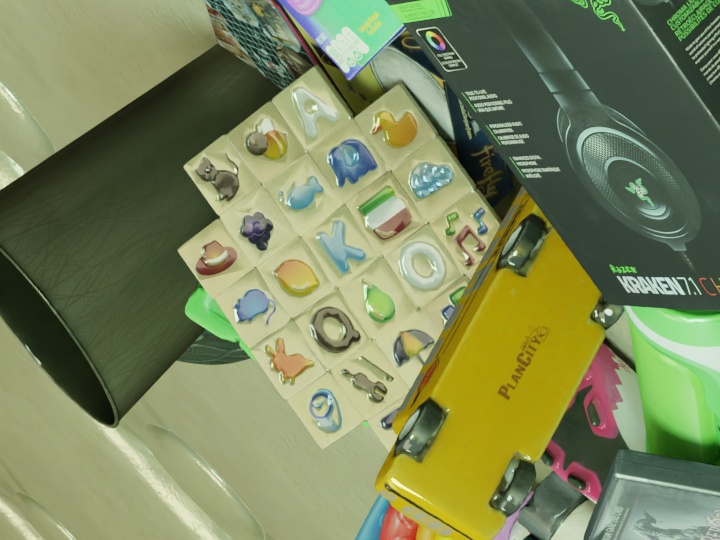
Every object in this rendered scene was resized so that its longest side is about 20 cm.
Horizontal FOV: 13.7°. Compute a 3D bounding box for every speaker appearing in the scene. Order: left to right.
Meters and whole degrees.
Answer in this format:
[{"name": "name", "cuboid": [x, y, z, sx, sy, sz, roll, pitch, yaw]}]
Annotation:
[{"name": "speaker", "cuboid": [0.175, 0.047, 1.460, 0.088, 0.088, 0.200, 36, 160, 28]}]

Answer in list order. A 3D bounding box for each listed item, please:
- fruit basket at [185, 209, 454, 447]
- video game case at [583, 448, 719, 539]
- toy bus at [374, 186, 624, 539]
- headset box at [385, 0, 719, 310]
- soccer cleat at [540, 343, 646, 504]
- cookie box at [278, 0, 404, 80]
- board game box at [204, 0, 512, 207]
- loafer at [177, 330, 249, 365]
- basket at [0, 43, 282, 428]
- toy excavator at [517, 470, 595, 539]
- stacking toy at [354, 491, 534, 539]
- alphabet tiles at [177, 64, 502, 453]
[{"name": "fruit basket", "cuboid": [0.018, 0.016, 1.676, 0.216, 0.156, 0.216, 24, -159, -10]}, {"name": "video game case", "cuboid": [0.217, 0.134, 1.490, 0.200, 0.019, 0.143, 9, 158, 1]}, {"name": "toy bus", "cuboid": [0.075, 0.038, 1.463, 0.065, 0.200, 0.078, 32, 162, -8]}, {"name": "headset box", "cuboid": [0.125, -0.087, 1.253, 0.200, 0.093, 0.174, 53, 157, -20]}, {"name": "soccer cleat", "cuboid": [0.158, 0.105, 1.655, 0.070, 0.086, 0.200, -57, 50, 28]}, {"name": "cookie box", "cuboid": [-0.030, -0.202, 1.397, 0.200, 0.075, 0.171, 47, 163, -2]}, {"name": "board game box", "cuboid": [-0.009, -0.122, 1.591, 0.200, 0.035, 0.136, 37, 160, 27]}, {"name": "loafer", "cuboid": [-0.096, 0.023, 2.090, 0.072, 0.063, 0.200, 6, 168, -12]}, {"name": "basket", "cuboid": [-0.116, -0.031, 1.750, 0.136, 0.200, 0.180, 40, 162, 30]}, {"name": "toy excavator", "cuboid": [0.131, 0.204, 1.782, 0.100, 0.200, 0.194, 41, -156, 17]}, {"name": "stacking toy", "cuboid": [0.095, 0.179, 1.930, 0.116, 0.110, 0.200, 42, 153, -21]}, {"name": "alphabet tiles", "cuboid": [0.000, 0.000, 1.560, 0.166, 0.006, 0.200, -36, 90, 30]}]
